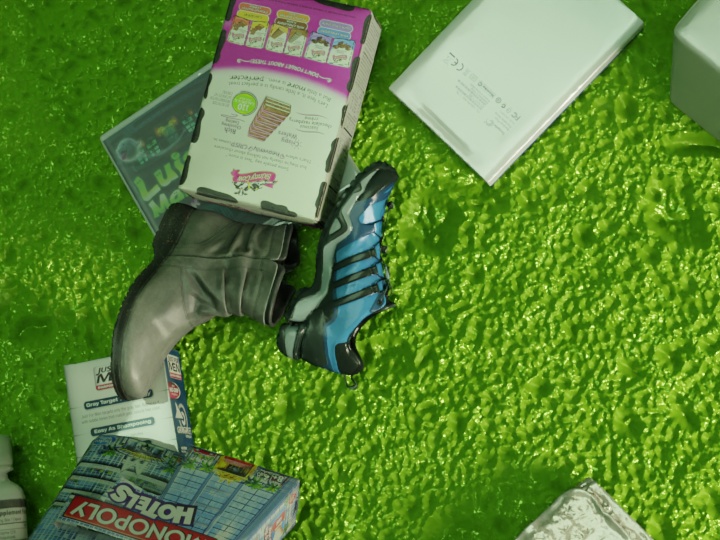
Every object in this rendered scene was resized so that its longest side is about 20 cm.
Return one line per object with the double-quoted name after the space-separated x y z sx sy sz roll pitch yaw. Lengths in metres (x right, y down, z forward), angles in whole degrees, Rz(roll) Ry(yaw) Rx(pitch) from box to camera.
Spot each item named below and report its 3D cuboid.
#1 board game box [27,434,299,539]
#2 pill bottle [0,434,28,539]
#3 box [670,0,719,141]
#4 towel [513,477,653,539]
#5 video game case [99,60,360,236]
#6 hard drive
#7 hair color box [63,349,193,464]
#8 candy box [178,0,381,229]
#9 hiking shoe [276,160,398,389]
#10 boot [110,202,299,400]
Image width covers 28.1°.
-0.178 0.232 1.192 0.200 0.200 0.062 16 130 10 "board game box"
-0.363 0.256 1.324 0.113 0.114 0.201 -9 81 11 "pill bottle"
0.378 -0.187 1.175 0.171 0.199 0.200 41 91 14 "box"
0.173 0.289 1.243 0.133 0.034 0.200 43 93 15 "towel"
-0.124 -0.105 1.365 0.200 0.023 0.182 -33 77 7 "video game case"
0.142 -0.194 1.317 0.200 0.025 0.132 -46 76 4 "hard drive"
-0.205 0.178 1.326 0.100 0.061 0.201 -11 81 8 "hair color box"
-0.072 -0.150 1.318 0.136 0.061 0.200 14 85 13 "candy box"
0.000 0.000 1.306 0.087 0.074 0.200 25 98 7 "hiking shoe"
-0.136 0.032 1.282 0.131 0.070 0.200 13 69 13 "boot"
